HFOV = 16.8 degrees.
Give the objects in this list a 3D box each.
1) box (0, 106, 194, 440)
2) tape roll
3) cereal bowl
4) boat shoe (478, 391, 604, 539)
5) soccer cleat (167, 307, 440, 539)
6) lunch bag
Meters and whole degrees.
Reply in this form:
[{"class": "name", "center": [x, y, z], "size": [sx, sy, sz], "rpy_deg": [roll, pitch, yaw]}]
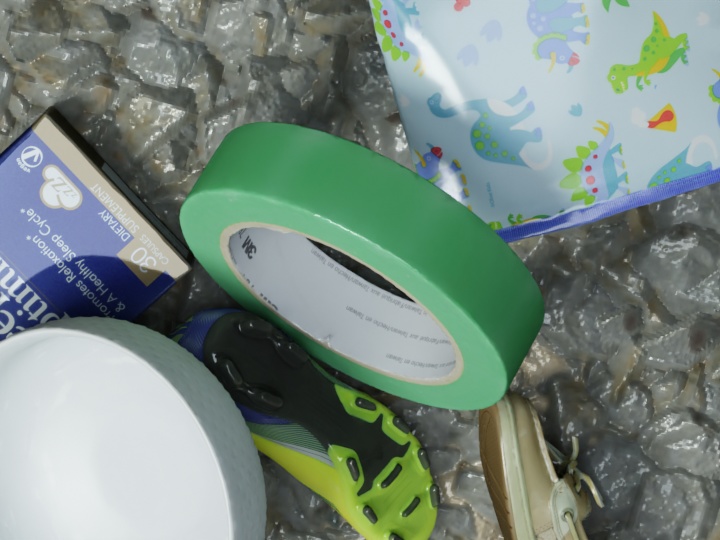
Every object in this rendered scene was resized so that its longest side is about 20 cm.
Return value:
[{"class": "box", "center": [-0.207, 0.018, 1.389], "size": [0.200, 0.032, 0.121], "rpy_deg": [-41, 102, 10]}, {"class": "tape roll", "center": [0.000, 0.000, 1.303], "size": [0.200, 0.200, 0.048], "rpy_deg": [34, 70, -9]}, {"class": "cereal bowl", "center": [-0.133, 0.118, 1.345], "size": [0.199, 0.083, 0.201], "rpy_deg": [8, 107, 27]}, {"class": "boat shoe", "center": [0.116, 0.153, 1.412], "size": [0.062, 0.073, 0.201], "rpy_deg": [-18, 115, -2]}, {"class": "soccer cleat", "center": [-0.031, 0.090, 1.399], "size": [0.200, 0.084, 0.065], "rpy_deg": [44, 67, -27]}, {"class": "lunch bag", "center": [0.119, -0.119, 1.309], "size": [0.199, 0.127, 0.171], "rpy_deg": [-14, 104, 13]}]
